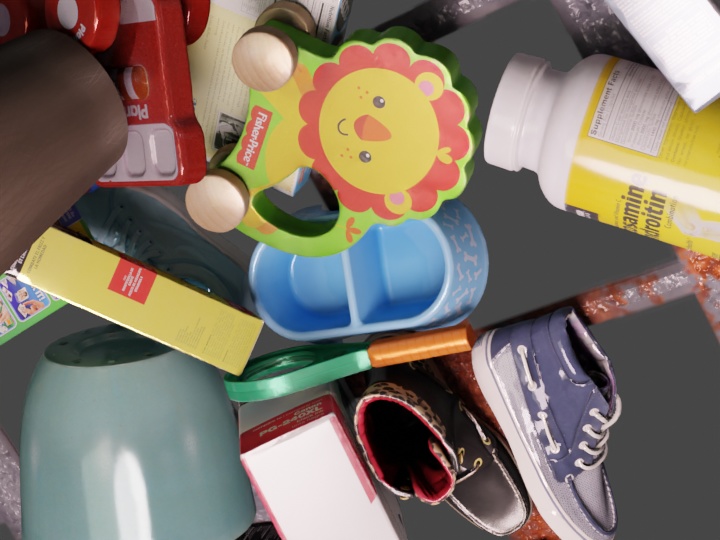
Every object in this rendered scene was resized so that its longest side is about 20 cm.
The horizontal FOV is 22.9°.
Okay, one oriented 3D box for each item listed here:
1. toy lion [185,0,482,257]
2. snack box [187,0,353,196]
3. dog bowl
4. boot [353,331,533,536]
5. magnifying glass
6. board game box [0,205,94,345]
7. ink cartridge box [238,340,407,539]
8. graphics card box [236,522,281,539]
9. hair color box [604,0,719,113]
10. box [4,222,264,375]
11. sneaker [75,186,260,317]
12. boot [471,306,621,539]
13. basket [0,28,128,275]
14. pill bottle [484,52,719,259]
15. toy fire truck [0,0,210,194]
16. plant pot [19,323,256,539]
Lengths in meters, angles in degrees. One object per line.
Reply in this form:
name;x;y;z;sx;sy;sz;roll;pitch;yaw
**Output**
toy lion;-0.013;-0.093;1.305;0.190;0.069;0.201;25;122;4
snack box;-0.075;-0.166;1.353;0.115;0.037;0.202;23;123;11
dog bowl;0.000;0.000;1.381;0.198;0.049;0.113;-8;91;27
boot;0.063;0.146;1.389;0.073;0.151;0.201;-32;98;12
magnifying glass;-0.010;0.069;1.355;0.198;0.080;0.023;-13;102;17
board game box;-0.296;-0.049;1.366;0.134;0.029;0.201;-32;108;-11
ink cartridge box;-0.031;0.154;1.406;0.083;0.200;0.146;-26;106;4
graphics card box;-0.074;0.290;1.592;0.198;0.051;0.127;-12;112;27
hair color box;0.191;-0.213;1.173;0.060;0.099;0.200;-34;99;35
box;-0.176;0.016;1.359;0.198;0.075;0.051;26;90;-17
sneaker;-0.165;-0.011;1.449;0.199;0.082;0.074;30;123;5
boot;0.168;0.127;1.382;0.090;0.073;0.201;-21;106;37
basket;-0.266;-0.071;1.231;0.135;0.200;0.182;24;135;27
pill bottle;0.191;-0.085;1.235;0.198;0.112;0.113;18;123;14
toy fire truck;-0.196;-0.142;1.333;0.199;0.111;0.170;0;98;44
plant pot;-0.192;0.136;1.482;0.198;0.200;0.163;2;106;23
